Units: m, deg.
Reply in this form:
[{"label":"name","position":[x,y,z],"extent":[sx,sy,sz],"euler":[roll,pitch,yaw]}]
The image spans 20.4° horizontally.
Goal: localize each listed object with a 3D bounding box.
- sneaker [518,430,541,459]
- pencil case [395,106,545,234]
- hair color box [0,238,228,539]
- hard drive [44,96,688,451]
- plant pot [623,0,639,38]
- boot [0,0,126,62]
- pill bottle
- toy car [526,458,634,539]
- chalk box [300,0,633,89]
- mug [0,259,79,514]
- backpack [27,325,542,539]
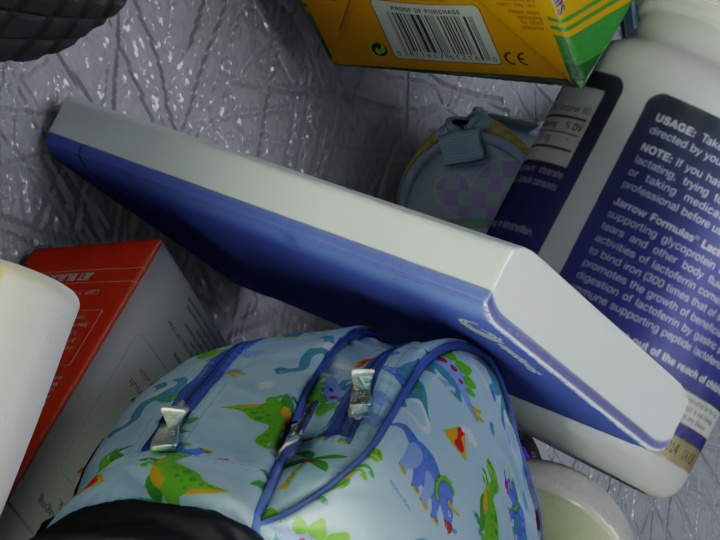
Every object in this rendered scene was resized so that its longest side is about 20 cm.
[{"label":"sneaker","position":[0.034,0.086,0.859],"extent":[0.200,0.070,0.100],"euler":[54,36,-43]},{"label":"pencil case","position":[0.096,-0.036,0.946],"extent":[0.200,0.083,0.091],"euler":[-14,81,-57]},{"label":"hair color box","position":[-0.104,0.094,0.638],"extent":[0.102,0.061,0.200],"euler":[61,39,-34]},{"label":"hard drive","position":[0.000,0.000,0.684],"extent":[0.132,0.200,0.025],"euler":[37,77,-50]},{"label":"plant pot","position":[0.276,-0.160,1.142],"extent":[0.200,0.188,0.200],"euler":[8,81,-58]},{"label":"boot","position":[-0.091,-0.175,0.657],"extent":[0.070,0.200,0.132],"euler":[21,24,-33]},{"label":"pill bottle","position":[0.118,-0.021,0.798],"extent":[0.116,0.116,0.200],"euler":[31,86,-53]},{"label":"toy car","position":[0.025,0.174,0.752],"extent":[0.175,0.150,0.200],"euler":[-52,134,-50]},{"label":"chalk box","position":[0.060,-0.189,0.796],"extent":[0.200,0.125,0.124],"euler":[-60,142,-29]},{"label":"mug","position":[-0.171,0.060,0.477],"extent":[0.187,0.149,0.153],"euler":[19,79,-45]},{"label":"backpack","position":[-0.017,0.097,0.586],"extent":[0.200,0.154,0.163],"euler":[-96,164,-75]}]
